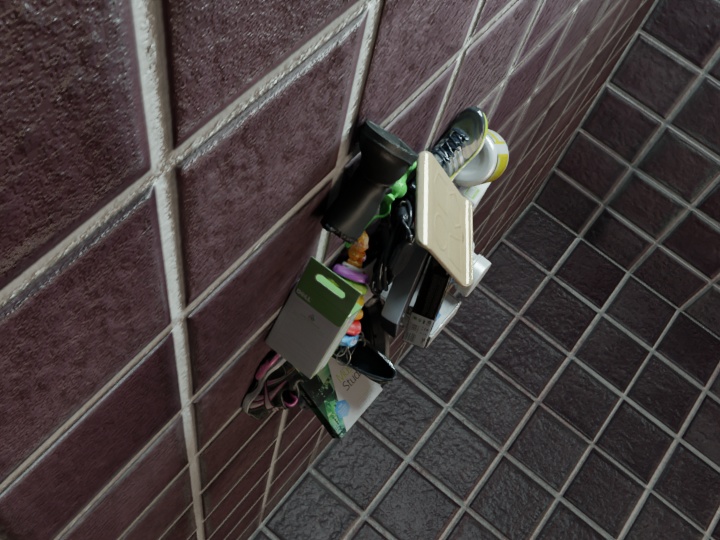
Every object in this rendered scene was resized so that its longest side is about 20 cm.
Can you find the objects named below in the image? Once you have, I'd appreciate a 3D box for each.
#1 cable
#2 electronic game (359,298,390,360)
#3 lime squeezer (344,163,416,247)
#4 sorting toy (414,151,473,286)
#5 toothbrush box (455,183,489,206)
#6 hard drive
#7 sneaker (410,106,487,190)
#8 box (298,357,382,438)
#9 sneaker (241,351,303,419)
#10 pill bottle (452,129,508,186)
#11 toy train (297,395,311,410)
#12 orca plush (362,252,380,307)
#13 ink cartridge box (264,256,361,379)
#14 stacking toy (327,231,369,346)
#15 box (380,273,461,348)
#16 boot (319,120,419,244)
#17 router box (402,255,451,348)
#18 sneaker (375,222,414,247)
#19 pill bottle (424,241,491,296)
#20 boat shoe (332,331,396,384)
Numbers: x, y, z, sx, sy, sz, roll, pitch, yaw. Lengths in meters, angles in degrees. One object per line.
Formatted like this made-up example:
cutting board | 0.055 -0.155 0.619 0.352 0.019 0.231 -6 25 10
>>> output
cable | 0.050 -0.050 1.414 0.164 0.050 0.201 -93 -162 -47
electronic game | 0.018 0.119 1.656 0.041 0.201 0.200 -9 152 -17
lime squeezer | 0.040 -0.122 1.369 0.200 0.038 0.071 -51 -160 -11
sorting toy | 0.145 -0.087 1.419 0.200 0.036 0.186 36 49 -51
toothbrush box | 0.204 -0.132 1.819 0.146 0.086 0.200 -50 169 -50
hard drive | 0.089 0.018 1.488 0.135 0.042 0.201 87 26 -74
sneaker | 0.163 -0.212 1.473 0.201 0.074 0.081 -58 164 18
box | -0.058 0.206 1.569 0.144 0.200 0.036 -45 -164 -34
sneaker | -0.161 0.236 1.503 0.080 0.086 0.200 -42 166 -35
pill bottle | 0.234 -0.228 1.598 0.112 0.112 0.200 -56 168 18
toy train | -0.091 0.210 1.635 0.200 0.114 0.087 -39 163 -51
orca plush | 0.000 0.000 1.554 0.105 0.071 0.201 14 117 -28
ink cartridge box | -0.069 0.071 1.318 0.059 0.104 0.200 -36 160 -56
stacking toy | -0.026 0.025 1.422 0.116 0.109 0.201 -5 117 -77
box | 0.103 0.057 1.730 0.117 0.200 0.060 -45 166 -24
boot | 0.003 -0.118 1.118 0.163 0.073 0.198 -51 170 10
router box | 0.147 0.031 1.576 0.149 0.051 0.201 -56 165 -61
sneaker | 0.072 -0.069 1.593 0.200 0.075 0.092 102 6 -59
pill bottle | 0.174 -0.040 1.710 0.120 0.200 0.120 -50 169 -13
boat shoe | -0.017 0.153 1.531 0.075 0.200 0.062 -53 -171 -14
